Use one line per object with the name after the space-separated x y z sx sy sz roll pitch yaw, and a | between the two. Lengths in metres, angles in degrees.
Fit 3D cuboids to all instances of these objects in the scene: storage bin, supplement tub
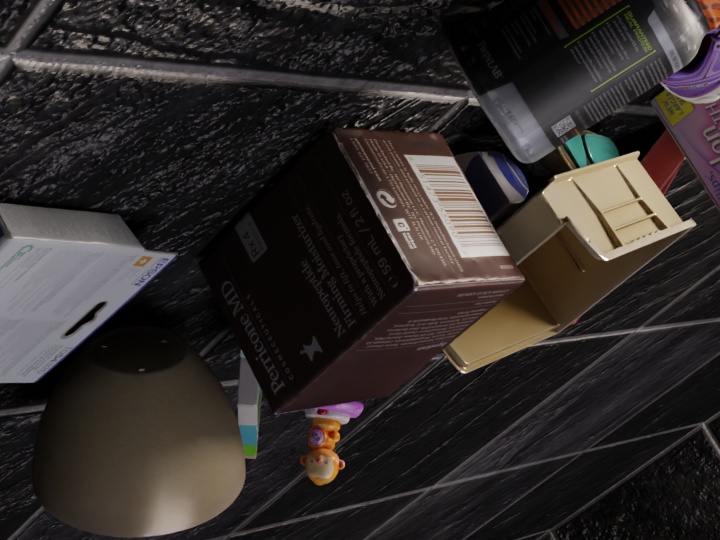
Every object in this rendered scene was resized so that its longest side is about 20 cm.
0.182 -0.008 1.474 0.198 0.094 0.200 -18 161 -51 | storage bin
0.181 -0.185 1.220 0.199 0.123 0.122 -32 160 10 | supplement tub

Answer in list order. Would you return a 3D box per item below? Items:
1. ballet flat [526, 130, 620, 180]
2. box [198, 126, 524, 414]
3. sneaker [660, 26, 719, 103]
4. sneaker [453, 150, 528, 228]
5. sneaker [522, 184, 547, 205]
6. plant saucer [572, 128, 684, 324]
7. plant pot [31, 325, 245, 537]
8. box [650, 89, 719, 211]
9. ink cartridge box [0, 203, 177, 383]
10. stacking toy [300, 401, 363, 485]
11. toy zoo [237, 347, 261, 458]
0.196 -0.114 1.504 0.071 0.071 0.200 -36 159 19 | ballet flat
0.000 0.000 1.358 0.164 0.167 0.200 -4 148 -51 | box
0.355 -0.230 1.419 0.083 0.081 0.200 16 130 -46 | sneaker
0.102 -0.055 1.509 0.115 0.081 0.199 -16 163 -43 | sneaker
0.216 -0.039 1.682 0.104 0.076 0.200 -31 156 21 | sneaker
0.280 -0.040 1.684 0.200 0.037 0.201 -49 166 -31 | plant saucer
-0.204 0.130 1.418 0.199 0.200 0.136 -15 121 -32 | plant pot
0.419 -0.123 1.607 0.097 0.177 0.199 -38 157 26 | box
-0.276 0.023 1.231 0.196 0.043 0.200 -39 160 23 | ink cartridge box
-0.030 0.111 1.524 0.115 0.202 0.110 5 166 11 | stacking toy
-0.105 0.092 1.503 0.020 0.132 0.200 4 155 -2 | toy zoo
